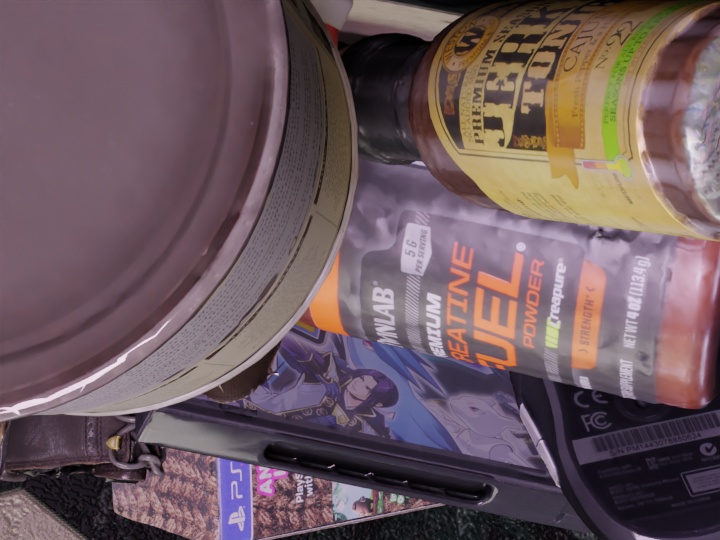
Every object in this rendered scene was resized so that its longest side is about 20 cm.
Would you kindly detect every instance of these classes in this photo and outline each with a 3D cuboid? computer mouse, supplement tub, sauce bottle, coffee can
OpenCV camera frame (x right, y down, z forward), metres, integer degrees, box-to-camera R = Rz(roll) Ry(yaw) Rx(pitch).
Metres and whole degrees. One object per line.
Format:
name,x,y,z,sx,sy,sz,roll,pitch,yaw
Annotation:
computer mouse,0.118,0.034,1.049,0.140,0.046,0.200,-14,-132,-16
supplement tub,0.039,-0.020,0.997,0.200,0.107,0.107,12,178,14
sauce bottle,0.056,-0.044,0.792,0.065,0.065,0.200,14,176,-32
coffee can,-0.080,-0.036,0.679,0.146,0.146,0.200,12,178,5

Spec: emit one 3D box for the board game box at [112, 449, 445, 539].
board game box,-0.013,0.032,1.339,0.200,0.160,0.097,-7,-170,-34

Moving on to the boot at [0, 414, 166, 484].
boot,-0.092,0.005,1.206,0.069,0.174,0.200,10,162,-35

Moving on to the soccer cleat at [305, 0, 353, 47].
soccer cleat,-0.100,-0.073,0.832,0.200,0.073,0.068,11,178,23

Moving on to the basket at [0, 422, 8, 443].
basket,-0.138,0.005,1.488,0.143,0.200,0.149,10,178,24

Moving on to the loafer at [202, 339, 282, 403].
loafer,-0.062,-0.027,0.886,0.073,0.071,0.200,-6,-147,-4

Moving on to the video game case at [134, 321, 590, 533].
video game case,0.000,0.000,1.078,0.181,0.200,0.026,13,134,-19
